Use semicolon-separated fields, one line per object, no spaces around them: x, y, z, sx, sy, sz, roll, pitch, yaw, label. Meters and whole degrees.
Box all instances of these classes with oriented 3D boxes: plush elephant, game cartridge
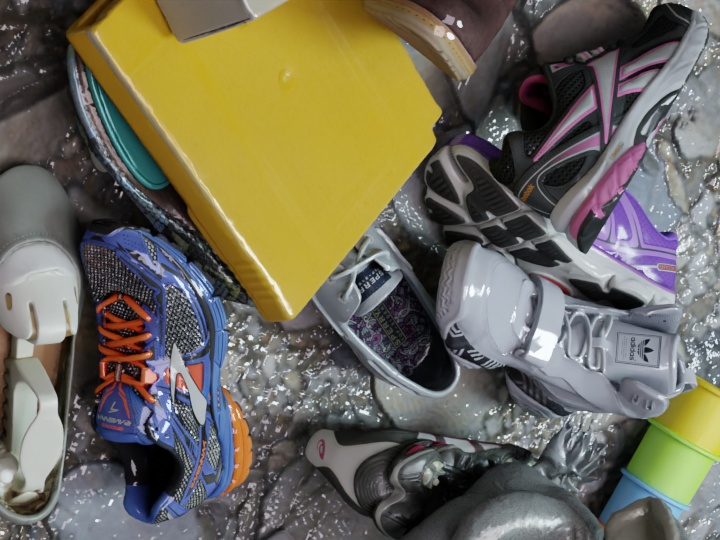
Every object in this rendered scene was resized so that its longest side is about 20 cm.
0.123;0.194;1.229;0.200;0.155;0.165;-42;147;-20;plush elephant
-0.050;-0.102;1.139;0.176;0.032;0.200;-51;122;-33;game cartridge

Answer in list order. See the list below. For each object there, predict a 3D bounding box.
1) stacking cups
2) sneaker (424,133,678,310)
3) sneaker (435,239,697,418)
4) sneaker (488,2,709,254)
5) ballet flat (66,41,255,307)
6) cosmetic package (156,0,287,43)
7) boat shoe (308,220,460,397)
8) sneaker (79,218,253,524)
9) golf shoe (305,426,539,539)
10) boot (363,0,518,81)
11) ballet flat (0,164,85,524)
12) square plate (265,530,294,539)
0.191;0.165;1.406;0.060;0.060;0.200;29;91;-35;stacking cups
0.121;-0.035;1.300;0.200;0.081;0.084;31;63;-33;sneaker
0.128;0.036;1.262;0.200;0.115;0.075;42;53;-54;sneaker
0.143;-0.106;1.251;0.200;0.086;0.080;-55;174;-43;sneaker
-0.110;-0.053;1.143;0.074;0.074;0.200;-41;116;-13;ballet flat
-0.029;-0.209;1.091;0.200;0.073;0.104;-36;107;-35;cosmetic package
0.000;0.001;1.227;0.070;0.071;0.201;-45;124;-10;boat shoe
-0.116;0.060;1.159;0.078;0.075;0.200;-44;130;-40;sneaker
0.047;0.128;1.304;0.200;0.088;0.077;24;91;-58;golf shoe
0.079;-0.191;1.141;0.072;0.200;0.166;37;100;-1;boot
-0.178;0.044;1.140;0.067;0.064;0.200;-2;107;-31;ballet flat
-0.081;0.294;1.309;0.200;0.028;0.198;-36;121;-15;square plate
